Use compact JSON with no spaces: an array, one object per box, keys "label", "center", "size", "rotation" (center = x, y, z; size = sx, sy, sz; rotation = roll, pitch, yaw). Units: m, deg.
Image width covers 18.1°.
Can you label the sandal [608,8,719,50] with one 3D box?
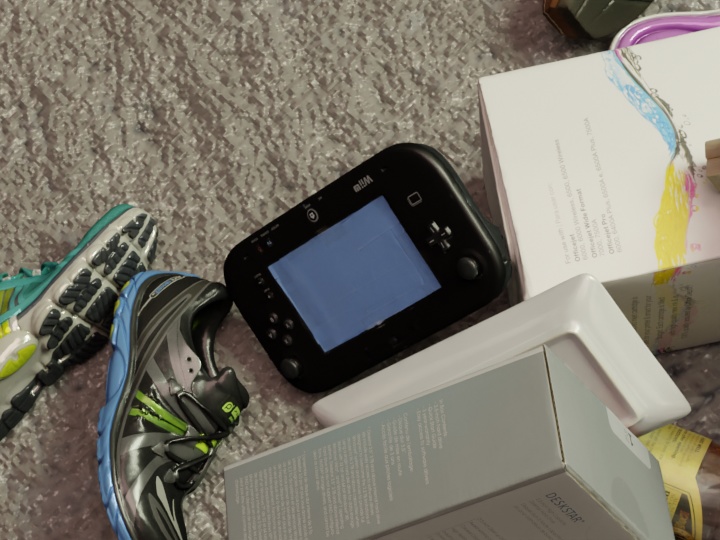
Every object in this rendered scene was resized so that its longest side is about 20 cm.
[{"label":"sandal","center":[0.256,-0.145,1.408],"size":[0.202,0.050,0.083],"rotation":[-14,69,2]}]

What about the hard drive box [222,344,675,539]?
[{"label":"hard drive box","center":[0.050,0.138,1.230],"size":[0.200,0.156,0.077],"rotation":[-21,53,20]}]

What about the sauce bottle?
[{"label":"sauce bottle","center":[0.188,0.125,1.306],"size":[0.200,0.066,0.066],"rotation":[20,73,15]}]

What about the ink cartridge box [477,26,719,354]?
[{"label":"ink cartridge box","center":[0.178,-0.042,1.326],"size":[0.200,0.147,0.145],"rotation":[-12,69,1]}]

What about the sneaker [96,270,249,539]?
[{"label":"sneaker","center":[-0.109,0.091,1.346],"size":[0.083,0.071,0.200],"rotation":[-3,66,11]}]

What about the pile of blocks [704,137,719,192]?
[{"label":"pile of blocks","center":[0.241,-0.020,1.164],"size":[0.200,0.062,0.082],"rotation":[34,86,40]}]

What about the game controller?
[{"label":"game controller","center":[0.000,0.000,1.309],"size":[0.104,0.200,0.042],"rotation":[51,44,-9]}]

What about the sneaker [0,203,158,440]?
[{"label":"sneaker","center":[-0.209,0.025,1.382],"size":[0.200,0.078,0.080],"rotation":[-42,62,-10]}]

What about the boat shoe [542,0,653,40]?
[{"label":"boat shoe","center":[0.169,-0.235,1.447],"size":[0.074,0.076,0.200],"rotation":[12,64,45]}]

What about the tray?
[{"label":"tray","center":[0.075,0.083,1.274],"size":[0.200,0.022,0.107],"rotation":[-27,110,29]}]
